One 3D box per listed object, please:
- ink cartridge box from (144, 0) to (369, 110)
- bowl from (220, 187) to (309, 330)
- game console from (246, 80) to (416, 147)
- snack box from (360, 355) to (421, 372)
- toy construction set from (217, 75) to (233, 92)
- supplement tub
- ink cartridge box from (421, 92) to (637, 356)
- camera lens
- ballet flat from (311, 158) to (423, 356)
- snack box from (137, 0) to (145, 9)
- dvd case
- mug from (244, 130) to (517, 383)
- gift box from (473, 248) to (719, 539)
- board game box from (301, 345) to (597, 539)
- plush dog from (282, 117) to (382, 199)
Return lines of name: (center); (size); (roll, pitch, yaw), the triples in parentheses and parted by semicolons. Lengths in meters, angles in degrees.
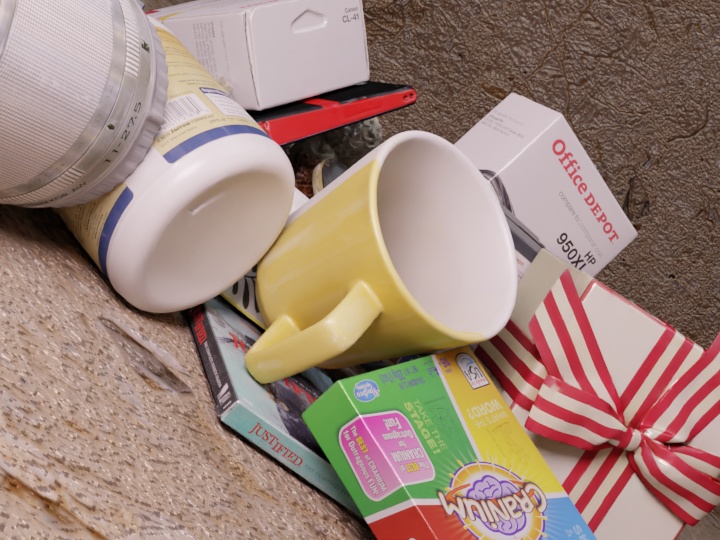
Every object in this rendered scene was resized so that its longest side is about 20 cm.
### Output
ink cartridge box: (-0.114, -0.190, 1.196); (0.199, 0.086, 0.147); (7, 21, 41)
bowl: (-0.080, -0.028, 1.105); (0.200, 0.094, 0.201); (40, 1, -1)
game console: (-0.070, -0.136, 1.196); (0.200, 0.176, 0.031); (21, -58, 60)
snack box: (0.053, 0.102, 1.157); (0.200, 0.024, 0.072); (42, -18, -16)
toy construction set: (-0.204, -0.157, 1.082); (0.200, 0.132, 0.092); (36, -6, -15)
supplement tub: (-0.154, -0.086, 0.945); (0.200, 0.144, 0.144); (47, 10, 26)
ink cartridge box: (0.108, -0.023, 1.134); (0.145, 0.200, 0.084); (51, -7, -31)
camera lens: (-0.222, -0.128, 0.791); (0.160, 0.160, 0.200); (46, 9, 24)
ballet flat: (0.000, 0.000, 1.185); (0.066, 0.057, 0.201); (-37, 110, -42)
snack box: (-0.326, -0.294, 1.338); (0.142, 0.053, 0.200); (20, -9, 40)
dvd case: (-0.056, 0.086, 0.966); (0.146, 0.022, 0.200); (39, 8, -26)
mug: (-0.006, -0.002, 0.957); (0.186, 0.153, 0.151); (3, 70, -48)
gift box: (0.178, 0.086, 1.031); (0.184, 0.201, 0.187); (26, 8, -10)
board game box: (0.070, 0.150, 0.876); (0.153, 0.040, 0.201); (-11, 62, -53)
plush dog: (-0.093, -0.074, 1.267); (0.199, 0.162, 0.171); (0, 1, 29)
